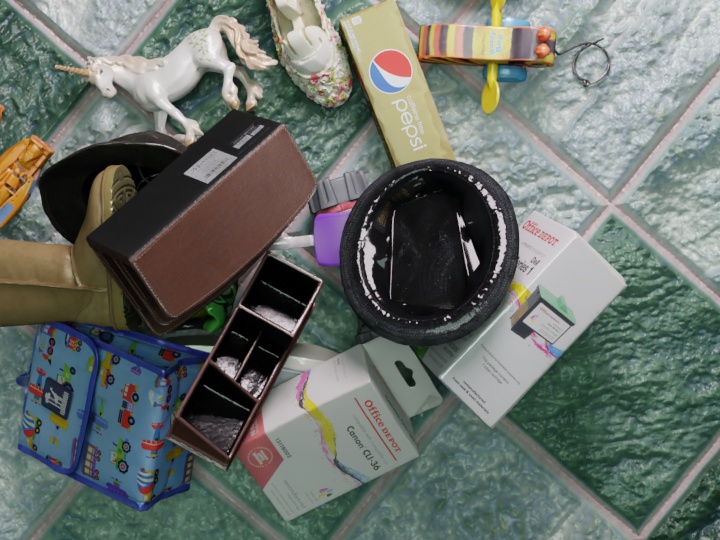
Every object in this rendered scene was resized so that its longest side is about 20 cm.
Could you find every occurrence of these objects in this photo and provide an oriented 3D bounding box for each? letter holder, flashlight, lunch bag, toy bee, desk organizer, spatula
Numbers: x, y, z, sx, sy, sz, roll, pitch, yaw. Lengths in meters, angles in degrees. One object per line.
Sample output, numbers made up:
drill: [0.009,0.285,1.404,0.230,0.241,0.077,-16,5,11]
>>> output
letter holder: [-0.135,-0.032,1.614,0.200,0.100,0.143,-43,122,-18]
flashlight: [0.000,0.000,1.742,0.067,0.068,0.202,-14,86,-41]
lunch bag: [-0.267,0.135,1.721,0.198,0.094,0.152,17,106,25]
toy bee: [0.159,-0.238,1.727,0.198,0.109,0.132,-17,89,-1]
desk organizer: [-0.113,0.087,1.658,0.071,0.077,0.201,28,67,0]
spatula: [-0.086,-0.028,1.716,0.197,0.021,0.057,-3,97,5]

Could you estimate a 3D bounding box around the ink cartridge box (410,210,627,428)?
ink cartridge box: [0.156,0.045,1.705,0.084,0.145,0.200,44,90,-16]

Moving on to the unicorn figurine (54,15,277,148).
unicorn figurine: [-0.196,-0.194,1.743,0.199,0.074,0.138,-34,83,-15]

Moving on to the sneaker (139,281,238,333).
sneaker: [-0.226,0.020,1.720,0.197,0.086,0.079,3,122,-1]

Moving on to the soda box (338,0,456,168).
soda box: [0.041,-0.174,1.743,0.063,0.068,0.202,-22,91,-1]

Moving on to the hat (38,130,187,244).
hat: [-0.225,-0.095,1.718,0.198,0.201,0.082,4,54,-1]

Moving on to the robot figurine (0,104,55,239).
robot figurine: [-0.419,-0.079,1.738,0.145,0.058,0.200,40,89,-1]

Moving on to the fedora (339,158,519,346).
fedora: [0.074,-0.007,1.671,0.198,0.092,0.203,-5,65,11]

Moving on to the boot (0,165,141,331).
boot: [-0.321,-0.021,1.668,0.198,0.066,0.177,4,104,14]

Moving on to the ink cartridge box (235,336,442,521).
ink cartridge box: [-0.020,0.157,1.709,0.199,0.068,0.117,-28,122,9]

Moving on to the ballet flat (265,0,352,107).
ballet flat: [-0.069,-0.262,1.741,0.075,0.064,0.202,-23,91,16]

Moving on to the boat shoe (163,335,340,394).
boat shoe: [-0.112,0.110,1.750,0.198,0.070,0.072,4,101,3]
